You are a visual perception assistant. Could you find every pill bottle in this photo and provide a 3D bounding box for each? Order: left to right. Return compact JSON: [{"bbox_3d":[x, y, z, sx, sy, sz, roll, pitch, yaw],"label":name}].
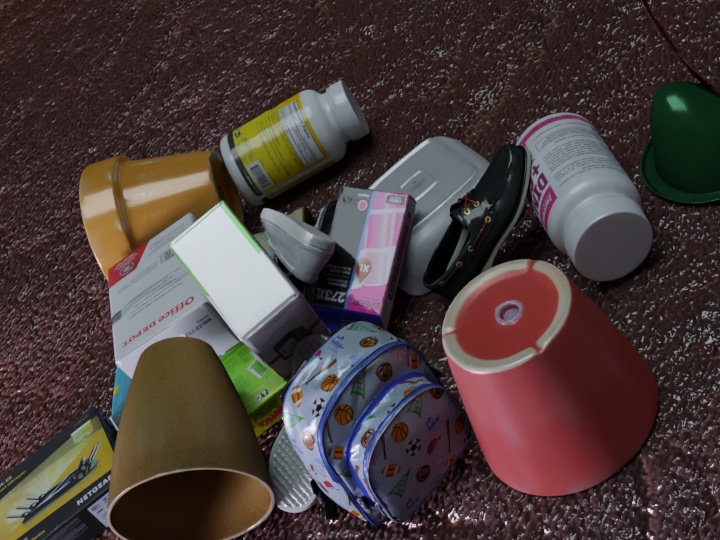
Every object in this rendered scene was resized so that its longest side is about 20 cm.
[{"bbox_3d":[-0.092,-0.186,1.898,0.198,0.113,0.113,-28,39,10],"label":"pill bottle"},{"bbox_3d":[0.256,-0.085,1.527,0.113,0.114,0.201,-30,38,8],"label":"pill bottle"}]

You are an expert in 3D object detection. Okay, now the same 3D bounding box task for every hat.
[{"bbox_3d":[0.365,-0.200,1.508,0.166,0.177,0.199,-45,39,-11],"label":"hat"}]

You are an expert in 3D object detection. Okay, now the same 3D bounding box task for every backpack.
[{"bbox_3d":[0.013,0.158,1.399,0.153,0.191,0.201,15,61,49],"label":"backpack"}]

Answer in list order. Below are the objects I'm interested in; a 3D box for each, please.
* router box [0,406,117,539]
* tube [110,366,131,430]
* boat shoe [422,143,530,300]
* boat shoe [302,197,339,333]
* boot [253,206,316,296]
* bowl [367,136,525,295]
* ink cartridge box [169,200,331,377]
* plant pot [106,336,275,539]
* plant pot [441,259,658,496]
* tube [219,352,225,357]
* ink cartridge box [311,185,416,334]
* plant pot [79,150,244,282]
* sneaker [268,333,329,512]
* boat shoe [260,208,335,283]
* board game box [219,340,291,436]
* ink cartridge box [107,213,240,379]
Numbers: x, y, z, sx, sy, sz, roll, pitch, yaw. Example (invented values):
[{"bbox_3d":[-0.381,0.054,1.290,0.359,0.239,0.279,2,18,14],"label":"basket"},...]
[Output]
[{"bbox_3d":[-0.383,0.289,1.680,0.199,0.052,0.157,-39,38,-3],"label":"router box"},{"bbox_3d":[-0.298,0.148,1.740,0.050,0.078,0.201,-21,37,13],"label":"tube"},{"bbox_3d":[0.138,-0.059,1.558,0.203,0.063,0.074,-64,23,12],"label":"boat shoe"},{"bbox_3d":[-0.031,0.000,1.671,0.073,0.061,0.202,9,55,-7],"label":"boat shoe"},{"bbox_3d":[-0.131,0.009,1.759,0.153,0.072,0.201,-22,34,17],"label":"boot"},{"bbox_3d":[0.086,-0.084,1.690,0.199,0.075,0.200,-40,38,-2],"label":"bowl"},{"bbox_3d":[-0.122,0.027,1.517,0.084,0.200,0.146,-39,72,-3],"label":"ink cartridge box"},{"bbox_3d":[-0.202,0.184,1.508,0.185,0.186,0.202,-24,53,15],"label":"plant pot"},{"bbox_3d":[0.181,0.098,1.346,0.198,0.178,0.202,-21,40,18],"label":"plant pot"},{"bbox_3d":[-0.163,0.091,1.725,0.198,0.051,0.078,-10,50,20],"label":"tube"},{"bbox_3d":[0.000,0.000,1.606,0.094,0.037,0.203,8,79,24],"label":"ink cartridge box"},{"bbox_3d":[-0.269,-0.080,1.865,0.181,0.201,0.201,-18,41,10],"label":"plant pot"},{"bbox_3d":[-0.051,0.179,1.535,0.074,0.105,0.203,7,82,14],"label":"sneaker"},{"bbox_3d":[-0.085,-0.028,1.642,0.200,0.071,0.069,30,97,62],"label":"boat shoe"},{"bbox_3d":[-0.147,0.153,1.628,0.199,0.048,0.102,-39,51,-3],"label":"board game box"},{"bbox_3d":[-0.241,0.043,1.699,0.143,0.084,0.201,-33,36,11],"label":"ink cartridge box"}]
